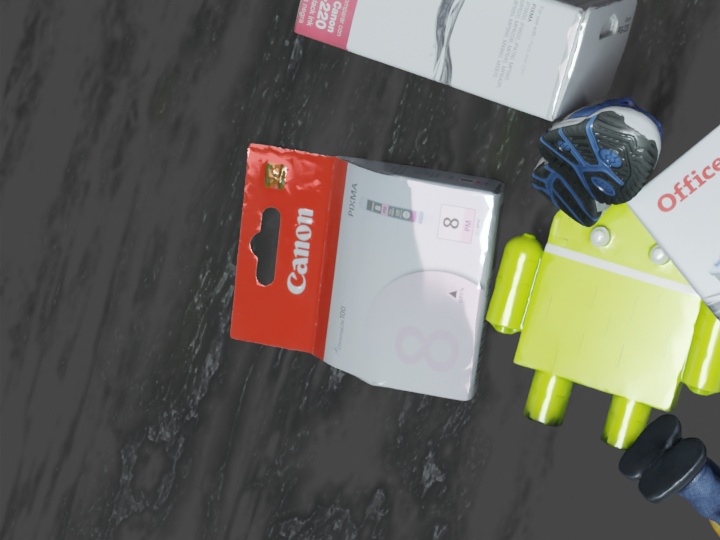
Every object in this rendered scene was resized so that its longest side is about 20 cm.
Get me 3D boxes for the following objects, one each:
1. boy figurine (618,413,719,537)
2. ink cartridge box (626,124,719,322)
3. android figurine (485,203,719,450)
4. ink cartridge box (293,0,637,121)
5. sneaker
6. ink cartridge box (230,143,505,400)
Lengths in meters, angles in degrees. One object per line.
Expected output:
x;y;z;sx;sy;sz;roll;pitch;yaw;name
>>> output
0.271;0.182;1.705;0.064;0.124;0.200;-45;123;2;boy figurine
0.301;-0.014;1.618;0.146;0.086;0.200;-40;82;9;ink cartridge box
0.186;0.025;1.710;0.182;0.041;0.200;19;100;16;android figurine
0.075;-0.179;1.637;0.200;0.146;0.085;19;107;17;ink cartridge box
0.168;-0.089;1.605;0.076;0.200;0.077;40;80;-2;sneaker
0.000;0.000;1.763;0.200;0.057;0.163;9;105;7;ink cartridge box
